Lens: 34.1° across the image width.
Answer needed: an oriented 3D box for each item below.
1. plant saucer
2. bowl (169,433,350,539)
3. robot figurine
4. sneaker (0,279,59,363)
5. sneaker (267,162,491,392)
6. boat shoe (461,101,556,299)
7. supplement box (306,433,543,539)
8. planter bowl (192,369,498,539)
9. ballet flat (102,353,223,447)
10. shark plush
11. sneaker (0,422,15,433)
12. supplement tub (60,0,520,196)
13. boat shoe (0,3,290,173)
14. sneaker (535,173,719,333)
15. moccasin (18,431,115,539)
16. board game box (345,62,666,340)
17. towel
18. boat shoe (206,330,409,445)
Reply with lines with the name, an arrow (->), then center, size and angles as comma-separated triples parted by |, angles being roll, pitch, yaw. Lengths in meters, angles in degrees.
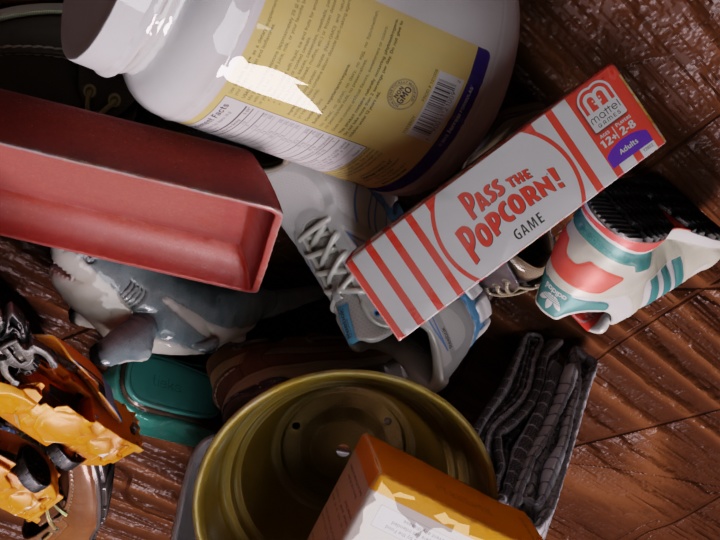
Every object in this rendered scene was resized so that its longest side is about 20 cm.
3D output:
plant saucer -> -0.143, -0.045, 0.651 | 0.197, 0.037, 0.200 | 13, 166, -6
bowl -> -0.046, 0.231, 0.841 | 0.196, 0.203, 0.075 | 12, 146, -11
robot figurine -> -0.234, 0.080, 0.717 | 0.144, 0.059, 0.200 | -34, 134, 10
sneaker -> -0.292, 0.050, 0.760 | 0.120, 0.084, 0.201 | -29, 128, 10
sneaker -> 0.000, 0.000, 0.744 | 0.200, 0.087, 0.075 | 41, 139, -14
boat shoe -> 0.090, -0.016, 0.785 | 0.074, 0.073, 0.202 | -21, 146, -34
supplement box -> 0.013, 0.222, 0.719 | 0.125, 0.074, 0.202 | 27, 96, -13
planter bowl -> -0.011, 0.139, 0.788 | 0.197, 0.084, 0.204 | -1, 112, -2
ballet flat -> -0.114, 0.108, 0.899 | 0.198, 0.068, 0.070 | 23, 151, -34
shark plush -> -0.111, 0.016, 0.792 | 0.197, 0.091, 0.085 | 7, 104, -14
sneaker -> -0.315, 0.120, 0.836 | 0.084, 0.078, 0.200 | 28, 167, 13
supplement tub -> -0.035, -0.131, 0.590 | 0.198, 0.147, 0.146 | 17, 130, -29
boat shoe -> -0.130, -0.098, 0.664 | 0.198, 0.061, 0.073 | 7, 135, -22
sneaker -> 0.179, -0.008, 0.792 | 0.199, 0.070, 0.094 | -5, 135, -56
moccasin -> -0.233, 0.166, 0.911 | 0.076, 0.075, 0.202 | 10, 150, -15
board game box -> 0.065, -0.033, 0.618 | 0.151, 0.200, 0.047 | -37, 92, 1
towel -> 0.114, 0.164, 0.923 | 0.084, 0.201, 0.167 | 19, 132, 10
boat shoe -> -0.026, 0.075, 0.871 | 0.198, 0.074, 0.076 | 2, 125, -41
